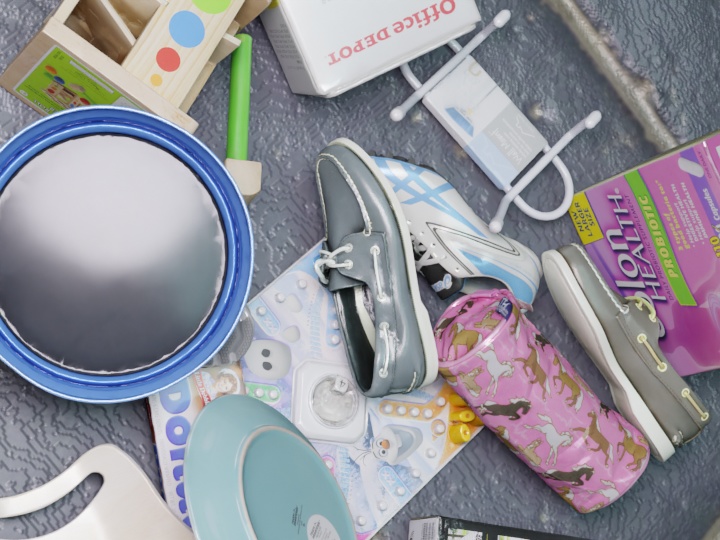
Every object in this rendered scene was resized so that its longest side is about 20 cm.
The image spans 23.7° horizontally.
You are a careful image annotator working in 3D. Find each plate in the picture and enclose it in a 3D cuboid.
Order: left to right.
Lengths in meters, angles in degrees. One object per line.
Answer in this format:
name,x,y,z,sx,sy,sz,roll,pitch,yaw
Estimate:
plate,-0.050,0.175,1.192,0.200,0.026,0.200,43,31,-34

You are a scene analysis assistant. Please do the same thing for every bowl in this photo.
bowl,-0.173,-0.011,1.168,0.200,0.039,0.201,0,90,-8

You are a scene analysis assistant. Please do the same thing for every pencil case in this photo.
pencil case,0.142,0.102,1.345,0.086,0.083,0.200,-37,114,14

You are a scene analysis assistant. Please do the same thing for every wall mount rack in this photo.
wall mount rack,0.100,-0.115,1.381,0.200,0.075,0.174,47,57,-4

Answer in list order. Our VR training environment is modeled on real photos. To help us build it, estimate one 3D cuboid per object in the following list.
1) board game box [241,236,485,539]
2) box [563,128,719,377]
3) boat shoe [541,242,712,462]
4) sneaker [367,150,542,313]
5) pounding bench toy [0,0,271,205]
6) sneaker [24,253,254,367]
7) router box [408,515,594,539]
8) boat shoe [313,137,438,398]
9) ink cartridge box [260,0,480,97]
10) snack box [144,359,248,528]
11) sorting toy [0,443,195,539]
board game box,-0.020,0.100,1.314,0.200,0.026,0.200,-41,98,-27
box,0.285,-0.017,1.388,0.097,0.200,0.176,-24,91,-27
boat shoe,0.214,0.057,1.380,0.060,0.072,0.202,-33,104,-5
sneaker,0.058,-0.026,1.353,0.200,0.072,0.073,34,61,-15
pounding bench toy,-0.130,-0.156,1.259,0.200,0.124,0.156,36,66,-15
sneaker,-0.177,0.024,1.238,0.200,0.082,0.075,13,108,-9
router box,0.104,0.298,1.318,0.149,0.051,0.201,12,74,-25
boat shoe,0.000,0.000,1.290,0.062,0.073,0.200,-19,93,-31
ink cartridge box,-0.018,-0.251,1.310,0.145,0.083,0.200,-26,104,-13
snack box,-0.106,0.166,1.241,0.072,0.024,0.201,-10,91,-15
sorting toy,-0.189,0.219,1.174,0.200,0.107,0.180,-22,78,-20
